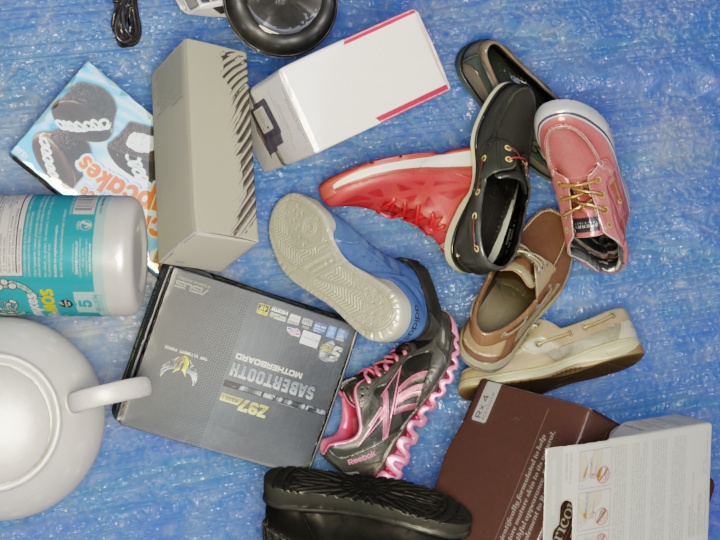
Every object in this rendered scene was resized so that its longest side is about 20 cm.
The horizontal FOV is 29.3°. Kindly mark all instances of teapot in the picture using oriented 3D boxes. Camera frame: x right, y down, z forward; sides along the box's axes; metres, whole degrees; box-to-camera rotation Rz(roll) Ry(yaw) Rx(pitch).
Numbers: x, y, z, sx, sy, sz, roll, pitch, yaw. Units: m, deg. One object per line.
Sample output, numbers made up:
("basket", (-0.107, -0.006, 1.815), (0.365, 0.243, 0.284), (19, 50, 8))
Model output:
("teapot", (-0.317, 0.131, 1.214), (0.197, 0.146, 0.200), (33, 83, -4))

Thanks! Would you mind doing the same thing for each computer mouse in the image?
("computer mouse", (-0.148, -0.281, 1.355), (0.199, 0.044, 0.110), (-6, 84, -11))

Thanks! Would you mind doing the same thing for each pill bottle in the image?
("pill bottle", (-0.298, -0.014, 1.247), (0.199, 0.111, 0.111), (1, 87, 1))

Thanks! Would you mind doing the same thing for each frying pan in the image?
("frying pan", (-0.105, -0.288, 1.329), (0.190, 0.031, 0.115), (40, 77, -7))

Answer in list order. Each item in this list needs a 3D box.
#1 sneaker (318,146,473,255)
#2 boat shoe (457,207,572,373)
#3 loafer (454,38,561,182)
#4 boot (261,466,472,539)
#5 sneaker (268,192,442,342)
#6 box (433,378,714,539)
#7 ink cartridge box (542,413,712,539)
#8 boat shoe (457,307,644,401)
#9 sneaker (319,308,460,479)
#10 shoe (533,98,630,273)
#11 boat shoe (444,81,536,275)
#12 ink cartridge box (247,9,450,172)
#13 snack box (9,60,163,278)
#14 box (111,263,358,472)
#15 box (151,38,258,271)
("sneaker", (0.062, -0.058, 1.384), (0.199, 0.078, 0.116), (-11, 89, -15))
("boat shoe", (0.164, 0.011, 1.389), (0.075, 0.072, 0.200), (23, 61, 12))
("loafer", (0.180, -0.161, 1.431), (0.200, 0.063, 0.072), (43, 76, -10))
("boot", (-0.002, 0.277, 1.300), (0.210, 0.079, 0.159), (8, 104, 16))
("sneaker", (-0.001, 0.001, 1.355), (0.111, 0.200, 0.077), (12, 115, -55))
("box", (0.200, 0.228, 1.335), (0.200, 0.164, 0.167), (30, 79, -33))
("ink cartridge box", (0.228, 0.220, 1.229), (0.199, 0.047, 0.161), (-3, 98, -31))
("boat shoe", (0.191, 0.086, 1.421), (0.199, 0.072, 0.065), (-14, 69, -8))
("sneaker", (0.026, 0.118, 1.359), (0.095, 0.079, 0.201), (31, 78, -18))
("shoe", (0.227, -0.080, 1.380), (0.071, 0.200, 0.091), (-11, 54, 22))
("boat shoe", (0.142, -0.092, 1.361), (0.073, 0.063, 0.202), (24, 76, -33))
("ink cartridge box", (-0.024, -0.166, 1.301), (0.144, 0.200, 0.085), (-27, 97, -16))
("snack box", (-0.222, -0.090, 1.322), (0.200, 0.037, 0.116), (40, 78, -11))
("box", (-0.119, 0.094, 1.317), (0.199, 0.051, 0.158), (20, 93, -18))
("box", (-0.146, -0.107, 1.279), (0.068, 0.082, 0.201), (8, 65, -32))
